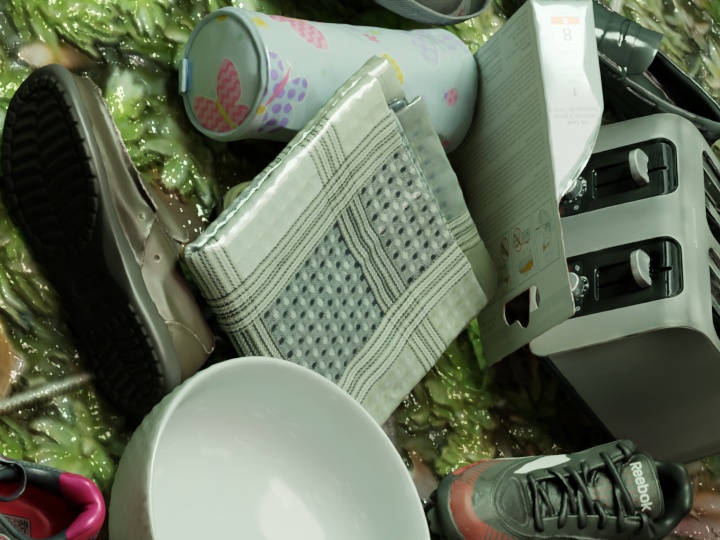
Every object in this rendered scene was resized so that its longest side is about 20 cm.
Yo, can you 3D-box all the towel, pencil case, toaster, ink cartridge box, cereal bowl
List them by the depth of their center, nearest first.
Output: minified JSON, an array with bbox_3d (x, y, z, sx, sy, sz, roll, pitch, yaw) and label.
[{"bbox_3d":[-0.059,0.154,1.221,0.199,0.083,0.201,24,52,-34],"label":"cereal bowl"},{"bbox_3d":[0.000,0.000,1.324,0.200,0.034,0.193,-49,126,-31],"label":"towel"},{"bbox_3d":[-0.018,-0.119,1.413,0.199,0.090,0.084,0,105,-44],"label":"pencil case"},{"bbox_3d":[0.112,-0.054,1.418,0.050,0.162,0.201,-5,77,-18],"label":"ink cartridge box"},{"bbox_3d":[0.197,0.024,1.486,0.200,0.118,0.182,48,35,-42],"label":"toaster"}]

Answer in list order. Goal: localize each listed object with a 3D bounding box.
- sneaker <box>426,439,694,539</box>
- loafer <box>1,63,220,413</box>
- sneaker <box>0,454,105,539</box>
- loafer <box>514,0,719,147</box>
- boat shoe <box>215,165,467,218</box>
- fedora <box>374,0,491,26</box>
[{"bbox_3d":[0.133,0.144,1.402,0.200,0.098,0.071,5,66,-41],"label":"sneaker"},{"bbox_3d":[-0.140,-0.020,1.260,0.071,0.073,0.201,-20,91,-53],"label":"loafer"},{"bbox_3d":[-0.219,0.113,1.096,0.199,0.075,0.081,7,62,-41],"label":"sneaker"},{"bbox_3d":[0.194,-0.161,1.657,0.200,0.070,0.068,43,44,-17],"label":"loafer"},{"bbox_3d":[0.002,-0.039,1.398,0.199,0.074,0.076,-14,77,-47],"label":"boat shoe"},{"bbox_3d":[0.030,-0.257,1.493,0.176,0.090,0.201,19,36,-32],"label":"fedora"}]
